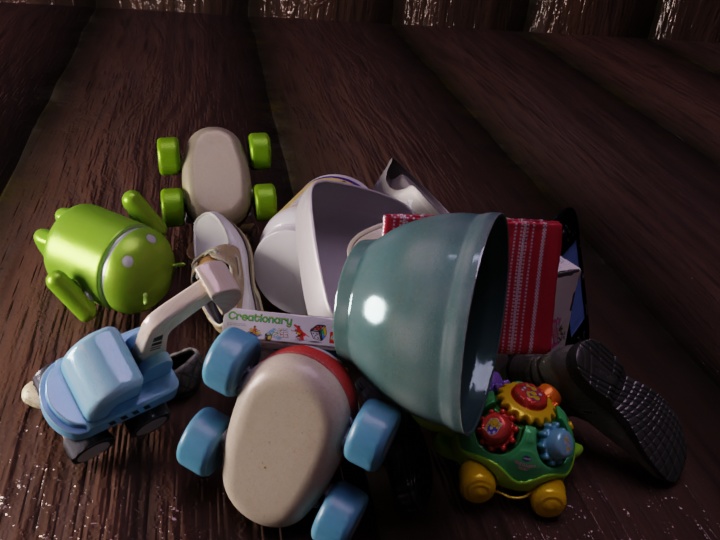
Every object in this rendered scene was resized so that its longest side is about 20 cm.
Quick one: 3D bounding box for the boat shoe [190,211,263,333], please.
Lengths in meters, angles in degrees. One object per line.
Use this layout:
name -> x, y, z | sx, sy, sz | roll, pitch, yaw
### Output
boat shoe -> -0.181, -0.001, 1.056 | 0.068, 0.074, 0.201 | 31, 28, -55

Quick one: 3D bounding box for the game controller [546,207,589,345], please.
game controller -> 0.269, 0.023, 1.059 | 0.042, 0.203, 0.104 | 5, 23, 40

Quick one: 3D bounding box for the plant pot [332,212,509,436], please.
plant pot -> 0.054, 0.038, 0.759 | 0.132, 0.203, 0.200 | 9, 28, 18

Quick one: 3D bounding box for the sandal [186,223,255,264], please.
sandal -> -0.197, -0.029, 1.215 | 0.079, 0.055, 0.200 | -3, 13, 6

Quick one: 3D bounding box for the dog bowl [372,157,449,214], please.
dog bowl -> 0.097, -0.082, 1.254 | 0.200, 0.059, 0.200 | 45, 10, -10

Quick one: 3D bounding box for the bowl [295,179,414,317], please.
bowl -> 0.000, 0.000, 1.013 | 0.198, 0.074, 0.202 | 10, 61, -41

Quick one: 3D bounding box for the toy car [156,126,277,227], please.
toy car -> -0.220, -0.110, 1.252 | 0.162, 0.200, 0.160 | -4, 73, -12

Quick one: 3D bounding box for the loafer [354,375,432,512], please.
loafer -> 0.031, 0.178, 0.873 | 0.070, 0.068, 0.201 | -24, 34, 9

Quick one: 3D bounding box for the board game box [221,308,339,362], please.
board game box -> -0.081, 0.083, 0.918 | 0.124, 0.035, 0.200 | 6, -15, -1

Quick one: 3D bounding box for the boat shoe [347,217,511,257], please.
boat shoe -> 0.082, -0.016, 0.902 | 0.197, 0.063, 0.074 | -6, 74, -8

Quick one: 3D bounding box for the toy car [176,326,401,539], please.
toy car -> -0.048, 0.141, 0.824 | 0.183, 0.179, 0.200 | 24, 19, 12

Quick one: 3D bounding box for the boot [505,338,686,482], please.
boot -> 0.264, 0.156, 0.919 | 0.068, 0.200, 0.130 | -48, 11, -29

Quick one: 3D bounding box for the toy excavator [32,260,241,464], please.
toy excavator -> -0.218, 0.084, 0.806 | 0.193, 0.200, 0.100 | -23, 71, -30

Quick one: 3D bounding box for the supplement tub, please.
supplement tub -> -0.057, -0.039, 1.156 | 0.143, 0.147, 0.200 | 13, 29, 13

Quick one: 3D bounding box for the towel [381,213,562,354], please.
towel -> 0.115, 0.015, 0.857 | 0.197, 0.147, 0.022 | 3, 9, -8

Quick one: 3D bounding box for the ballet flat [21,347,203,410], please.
ballet flat -> -0.275, 0.119, 0.917 | 0.197, 0.058, 0.067 | -6, 30, -21

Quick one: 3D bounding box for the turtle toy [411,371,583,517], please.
turtle toy -> 0.141, 0.162, 0.854 | 0.197, 0.102, 0.146 | 13, 28, -5

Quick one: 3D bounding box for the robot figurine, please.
robot figurine -> -0.330, -0.015, 1.074 | 0.198, 0.116, 0.176 | 21, 54, 23

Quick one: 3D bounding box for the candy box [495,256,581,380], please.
candy box -> 0.150, 0.072, 0.967 | 0.198, 0.170, 0.072 | -9, 29, -25
